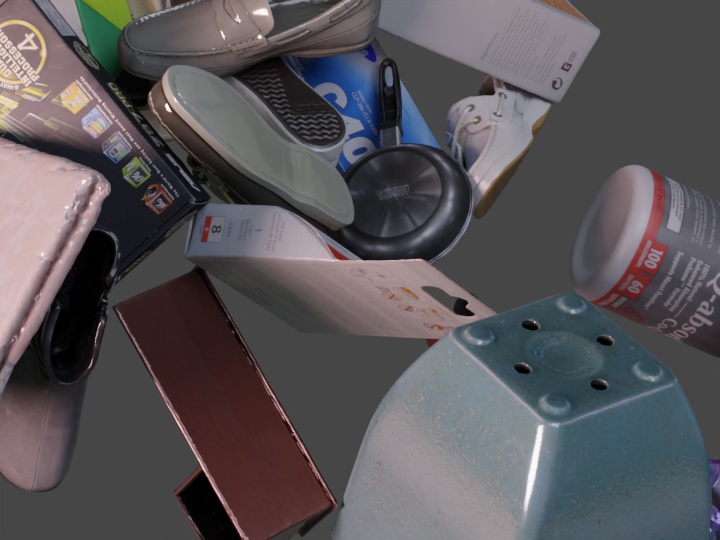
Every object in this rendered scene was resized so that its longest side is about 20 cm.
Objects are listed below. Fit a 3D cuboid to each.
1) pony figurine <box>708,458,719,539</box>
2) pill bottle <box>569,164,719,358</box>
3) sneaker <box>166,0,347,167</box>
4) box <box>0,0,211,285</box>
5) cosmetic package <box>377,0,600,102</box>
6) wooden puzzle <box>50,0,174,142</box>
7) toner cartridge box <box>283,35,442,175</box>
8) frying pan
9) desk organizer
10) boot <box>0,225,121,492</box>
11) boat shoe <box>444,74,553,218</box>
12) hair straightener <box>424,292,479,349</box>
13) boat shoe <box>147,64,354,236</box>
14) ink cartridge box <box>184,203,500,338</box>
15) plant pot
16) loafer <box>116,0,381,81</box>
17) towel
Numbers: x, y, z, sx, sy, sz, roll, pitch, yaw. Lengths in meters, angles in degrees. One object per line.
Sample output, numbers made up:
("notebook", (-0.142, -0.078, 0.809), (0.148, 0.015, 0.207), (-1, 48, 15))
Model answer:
("pony figurine", (0.275, 0.175, 1.762), (0.193, 0.166, 0.200), (52, 44, -36))
("pill bottle", (0.278, 0.004, 1.849), (0.199, 0.116, 0.116), (23, 58, -15))
("sneaker", (-0.089, -0.134, 1.765), (0.073, 0.085, 0.200), (-23, 62, -28))
("box", (-0.228, -0.074, 1.618), (0.200, 0.161, 0.049), (51, 12, 4))
("cosmetic package", (0.080, -0.213, 1.835), (0.199, 0.071, 0.101), (18, 21, -33))
("wooden puzzle", (-0.235, -0.178, 1.729), (0.199, 0.037, 0.186), (-8, 70, -29))
("toner cartridge box", (-0.007, -0.119, 1.810), (0.095, 0.043, 0.200), (-23, 78, -35))
("frying pan", (0.038, -0.082, 1.736), (0.114, 0.031, 0.191), (9, 64, 22))
("desk organizer", (-0.106, 0.106, 1.635), (0.077, 0.072, 0.200), (-24, 79, -31))
("boot", (-0.205, 0.061, 1.528), (0.069, 0.132, 0.201), (4, 98, -16))
("boat shoe", (0.096, -0.103, 1.813), (0.069, 0.071, 0.200), (35, 25, -2))
("hair straightener", (0.117, 0.107, 1.763), (0.077, 0.041, 0.201), (-18, 76, -32))
("boat shoe", (-0.086, -0.076, 1.647), (0.202, 0.060, 0.072), (35, 38, -42))
("ink cartridge box", (0.000, 0.000, 1.628), (0.162, 0.199, 0.050), (35, 60, -52))
("plant pot", (0.121, 0.134, 1.573), (0.196, 0.201, 0.196), (-17, 42, -32))
("loafer", (-0.082, -0.186, 1.704), (0.199, 0.070, 0.070), (-13, 56, -15))
("towel", (-0.254, 0.006, 1.506), (0.032, 0.200, 0.192), (31, 83, -36))
